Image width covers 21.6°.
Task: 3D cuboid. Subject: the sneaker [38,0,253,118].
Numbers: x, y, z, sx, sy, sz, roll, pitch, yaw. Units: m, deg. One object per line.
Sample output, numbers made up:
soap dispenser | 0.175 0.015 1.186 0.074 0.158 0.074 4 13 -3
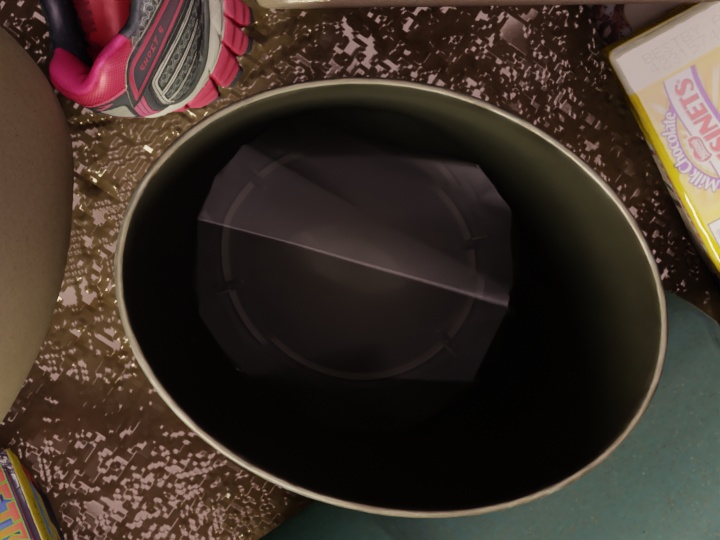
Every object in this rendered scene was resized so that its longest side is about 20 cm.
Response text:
sneaker | -0.092 -0.158 0.702 0.080 0.075 0.201 -10 94 33

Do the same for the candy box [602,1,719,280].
candy box | 0.184 -0.022 0.732 0.102 0.026 0.201 -28 101 7

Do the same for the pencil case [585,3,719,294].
pencil case | 0.163 -0.060 0.776 0.089 0.078 0.201 -21 102 22

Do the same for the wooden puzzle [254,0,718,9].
wooden puzzle | 0.043 -0.190 0.681 0.199 0.046 0.187 2 94 23

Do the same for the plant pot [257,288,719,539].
plant pot | 0.085 0.122 0.744 0.196 0.200 0.201 -40 103 -9

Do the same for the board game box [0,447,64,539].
board game box | -0.168 0.190 0.710 0.165 0.201 0.057 -26 145 -5

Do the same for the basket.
basket | 0.000 0.000 0.693 0.179 0.200 0.137 14 94 -8

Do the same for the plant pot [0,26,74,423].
plant pot | -0.182 -0.027 0.686 0.201 0.200 0.135 54 51 -13
